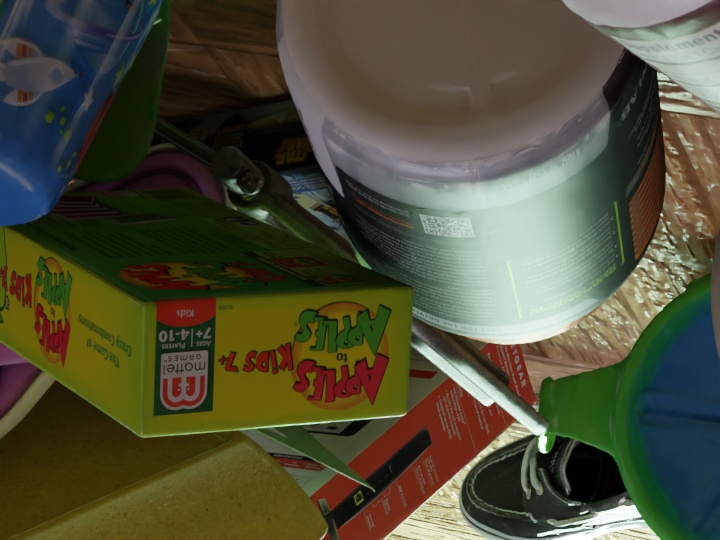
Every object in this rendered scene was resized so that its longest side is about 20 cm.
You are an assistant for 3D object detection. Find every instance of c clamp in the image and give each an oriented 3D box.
[{"bbox_3d":[0.000,0.000,1.099,0.171,0.027,0.200,36,177,35],"label":"c clamp"}]

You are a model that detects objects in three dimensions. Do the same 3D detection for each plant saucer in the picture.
[{"bbox_3d":[-0.146,0.083,1.153,0.199,0.049,0.199,30,-143,35],"label":"plant saucer"}]

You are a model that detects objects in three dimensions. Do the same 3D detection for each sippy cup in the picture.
[{"bbox_3d":[0.177,0.074,1.191,0.178,0.140,0.130,41,176,8],"label":"sippy cup"},{"bbox_3d":[-0.135,-0.092,0.940,0.177,0.131,0.139,25,161,-21],"label":"sippy cup"}]

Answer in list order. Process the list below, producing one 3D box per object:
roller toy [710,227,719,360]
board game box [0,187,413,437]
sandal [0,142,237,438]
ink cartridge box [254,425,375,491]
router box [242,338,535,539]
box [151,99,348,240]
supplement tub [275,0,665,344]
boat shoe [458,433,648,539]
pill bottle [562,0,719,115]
[{"bbox_3d":[0.211,0.020,0.883,0.199,0.184,0.140,12,161,17],"label":"roller toy"},{"bbox_3d":[-0.071,0.011,0.983,0.101,0.048,0.200,-4,-167,-26],"label":"board game box"},{"bbox_3d":[-0.142,0.006,1.103,0.082,0.202,0.050,46,163,17],"label":"sandal"},{"bbox_3d":[-0.077,0.027,1.248,0.145,0.048,0.200,29,179,-28],"label":"ink cartridge box"},{"bbox_3d":[-0.042,0.082,1.341,0.199,0.179,0.049,2,118,41],"label":"router box"},{"bbox_3d":[-0.015,-0.026,1.200,0.136,0.040,0.199,28,160,-33],"label":"box"},{"bbox_3d":[0.044,-0.051,0.929,0.122,0.123,0.200,13,161,13],"label":"supplement tub"},{"bbox_3d":[0.121,0.105,1.430,0.199,0.071,0.064,-12,148,43],"label":"boat shoe"},{"bbox_3d":[0.118,-0.098,0.732,0.199,0.115,0.114,31,158,-35],"label":"pill bottle"}]
